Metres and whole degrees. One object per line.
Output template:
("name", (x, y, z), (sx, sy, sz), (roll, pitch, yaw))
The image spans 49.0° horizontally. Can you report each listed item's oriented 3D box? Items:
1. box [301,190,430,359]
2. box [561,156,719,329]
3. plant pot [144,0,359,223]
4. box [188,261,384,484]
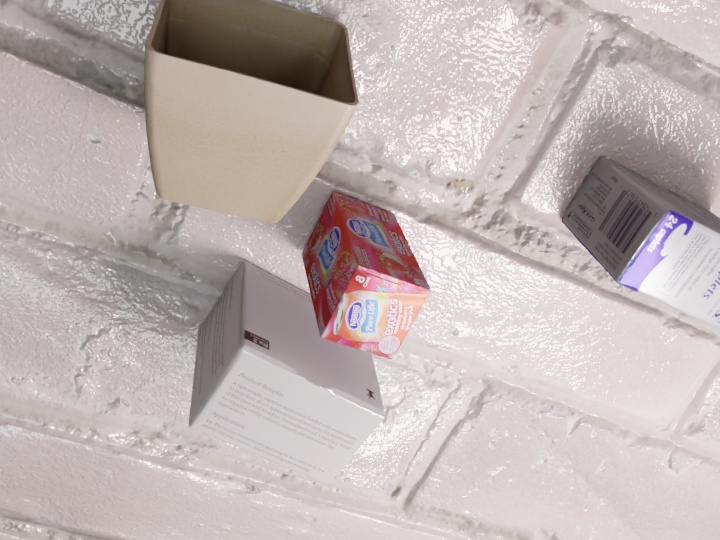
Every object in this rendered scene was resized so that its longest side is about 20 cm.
("box", (0.000, 0.000, 0.933), (0.095, 0.200, 0.100), (19, 114, -20))
("box", (0.384, -0.032, 0.985), (0.199, 0.184, 0.105), (21, 112, -18))
("plant pot", (-0.130, -0.169, 0.837), (0.199, 0.200, 0.178), (13, 127, -15))
("box", (-0.094, 0.124, 0.987), (0.198, 0.200, 0.131), (29, 113, -21))
